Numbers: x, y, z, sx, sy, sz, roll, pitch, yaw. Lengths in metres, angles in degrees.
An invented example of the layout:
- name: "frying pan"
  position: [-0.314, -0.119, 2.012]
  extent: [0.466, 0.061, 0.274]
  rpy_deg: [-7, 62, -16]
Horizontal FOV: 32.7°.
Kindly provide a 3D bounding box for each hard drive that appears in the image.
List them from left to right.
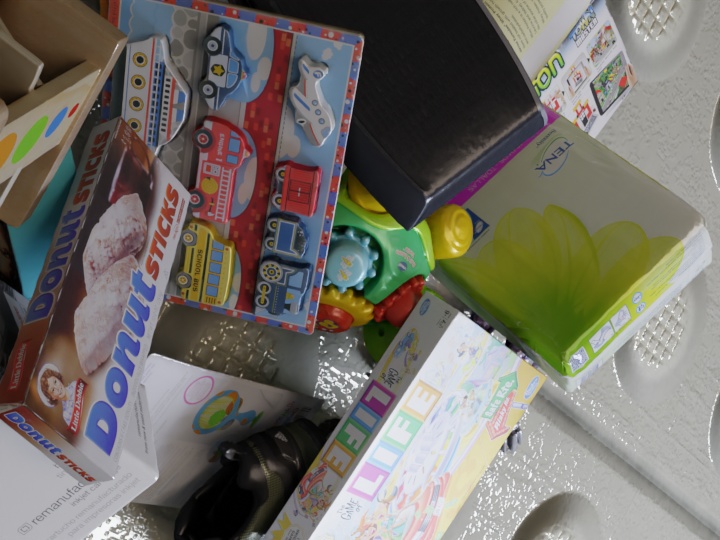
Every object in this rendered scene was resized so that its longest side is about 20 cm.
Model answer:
- name: "hard drive"
  position: [0.018, -0.141, 0.760]
  extent: [0.135, 0.042, 0.200]
  rpy_deg: [-37, 91, -16]

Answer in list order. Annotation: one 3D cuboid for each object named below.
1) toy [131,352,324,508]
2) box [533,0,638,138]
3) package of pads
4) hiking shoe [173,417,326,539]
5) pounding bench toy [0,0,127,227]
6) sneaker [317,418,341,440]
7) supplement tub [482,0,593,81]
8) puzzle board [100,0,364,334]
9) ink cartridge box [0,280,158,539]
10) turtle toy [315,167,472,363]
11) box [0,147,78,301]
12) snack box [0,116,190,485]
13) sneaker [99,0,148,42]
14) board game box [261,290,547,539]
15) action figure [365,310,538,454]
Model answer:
- name: "toy"
  position: [-0.120, 0.106, 0.836]
  extent: [0.115, 0.047, 0.200]
  rpy_deg: [-51, 144, 9]
- name: "box"
  position: [0.158, -0.137, 1.048]
  extent: [0.200, 0.035, 0.110]
  rpy_deg: [-51, 130, -21]
- name: "package of pads"
  position: [0.139, -0.027, 0.908]
  extent: [0.154, 0.200, 0.068]
  rpy_deg: [-41, 146, -9]
- name: "hiking shoe"
  position: [-0.093, 0.189, 0.859]
  extent: [0.100, 0.076, 0.201]
  rpy_deg: [1, 120, -37]
- name: "pounding bench toy"
  position: [-0.243, -0.097, 0.558]
  extent: [0.124, 0.200, 0.156]
  rpy_deg: [-53, -177, 26]
- name: "sneaker"
  position: [0.010, 0.172, 0.947]
  extent: [0.087, 0.074, 0.200]
  rpy_deg: [-58, 148, -3]
- name: "supplement tub"
  position: [0.068, -0.181, 0.876]
  extent: [0.200, 0.145, 0.145]
  rpy_deg: [-52, 130, -20]
- name: "puzzle board"
  position: [-0.087, -0.062, 0.744]
  extent: [0.017, 0.150, 0.201]
  rpy_deg: [-72, 174, -62]
- name: "ink cartridge box"
  position: [-0.230, 0.079, 0.659]
  extent: [0.145, 0.084, 0.200]
  rpy_deg: [-38, 126, 11]
- name: "turtle toy"
  position: [0.000, 0.000, 0.851]
  extent: [0.200, 0.145, 0.101]
  rpy_deg: [34, 61, -43]
- name: "box"
  position: [-0.207, -0.089, 0.688]
  extent: [0.049, 0.082, 0.201]
  rpy_deg: [-23, 116, -35]
- name: "snack box"
  position: [-0.139, 0.011, 0.661]
  extent: [0.072, 0.024, 0.201]
  rpy_deg: [52, 33, -39]
- name: "sneaker"
  position: [-0.121, -0.136, 0.769]
  extent: [0.077, 0.078, 0.201]
  rpy_deg: [-32, 119, -17]
- name: "board game box"
  position: [0.034, 0.128, 0.846]
  extent: [0.134, 0.034, 0.200]
  rpy_deg: [34, 89, -48]
- name: "action figure"
  position: [0.086, 0.087, 0.983]
  extent: [0.200, 0.130, 0.069]
  rpy_deg: [-39, 161, -46]
